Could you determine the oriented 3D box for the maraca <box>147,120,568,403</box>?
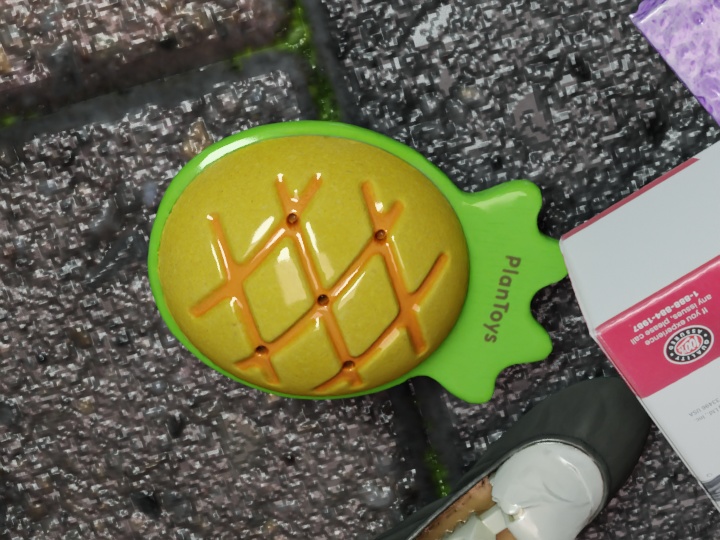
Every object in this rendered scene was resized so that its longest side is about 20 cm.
[{"bbox_3d":[0.000,0.000,0.888,0.200,0.107,0.137,10,112,-9],"label":"maraca"}]

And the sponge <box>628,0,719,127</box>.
[{"bbox_3d":[0.238,-0.137,0.876,0.200,0.030,0.112,-38,105,13],"label":"sponge"}]

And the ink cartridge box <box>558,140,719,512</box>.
[{"bbox_3d":[0.208,0.036,0.889,0.145,0.083,0.200,-32,122,12],"label":"ink cartridge box"}]

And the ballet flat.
[{"bbox_3d":[0.069,0.134,0.955,0.200,0.068,0.068,-41,104,13],"label":"ballet flat"}]
